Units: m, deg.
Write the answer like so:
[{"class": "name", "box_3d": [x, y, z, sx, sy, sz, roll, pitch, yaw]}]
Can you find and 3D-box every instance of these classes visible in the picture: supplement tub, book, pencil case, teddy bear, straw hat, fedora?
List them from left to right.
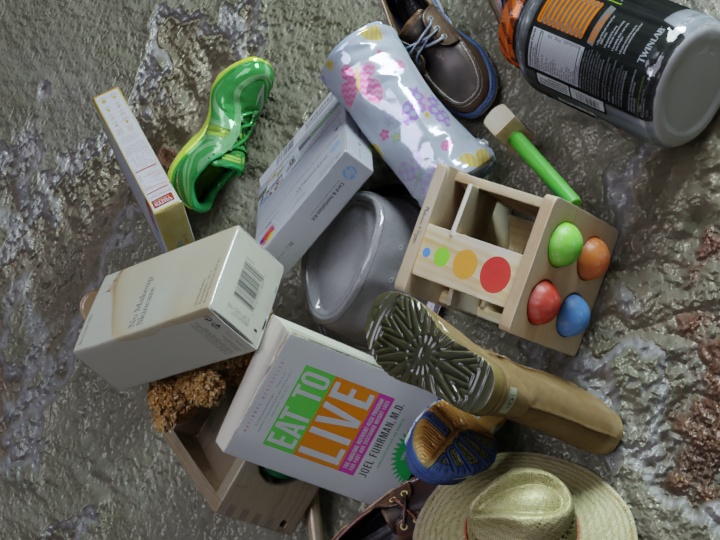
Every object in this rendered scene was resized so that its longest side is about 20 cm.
[{"class": "teddy bear", "box_3d": [-0.152, 0.080, 1.394, 0.199, 0.066, 0.146, -26, 49, 41]}, {"class": "book", "box_3d": [-0.025, 0.141, 1.335, 0.134, 0.199, 0.048, -63, 30, 7]}, {"class": "fedora", "box_3d": [0.000, 0.000, 1.423, 0.176, 0.090, 0.202, 23, 92, 41]}, {"class": "pencil case", "box_3d": [0.047, -0.153, 1.395, 0.091, 0.083, 0.200, -43, 77, 18]}, {"class": "straw hat", "box_3d": [0.138, 0.214, 1.194, 0.199, 0.085, 0.202, -5, 51, 6]}, {"class": "supplement tub", "box_3d": [0.229, -0.201, 1.276, 0.199, 0.122, 0.123, 34, 99, 40]}]

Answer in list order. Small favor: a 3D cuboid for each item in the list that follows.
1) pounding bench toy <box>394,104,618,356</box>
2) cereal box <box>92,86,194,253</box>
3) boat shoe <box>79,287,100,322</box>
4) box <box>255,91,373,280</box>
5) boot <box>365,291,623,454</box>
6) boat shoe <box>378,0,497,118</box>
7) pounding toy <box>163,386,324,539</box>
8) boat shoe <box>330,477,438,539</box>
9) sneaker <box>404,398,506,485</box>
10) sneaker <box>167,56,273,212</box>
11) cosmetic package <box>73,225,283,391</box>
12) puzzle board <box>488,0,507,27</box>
[{"class": "pounding bench toy", "box_3d": [0.155, -0.043, 1.289, 0.155, 0.124, 0.202, 20, 90, 40]}, {"class": "cereal box", "box_3d": [-0.245, -0.098, 1.621, 0.039, 0.144, 0.201, -26, 57, -11]}, {"class": "boat shoe", "box_3d": [-0.279, 0.070, 1.645, 0.199, 0.064, 0.072, 29, 96, 40]}, {"class": "box", "box_3d": [-0.050, -0.099, 1.456, 0.156, 0.041, 0.200, -49, 18, 20]}, {"class": "boot", "box_3d": [0.117, 0.097, 1.233, 0.175, 0.199, 0.066, 40, 103, 41]}, {"class": "boat shoe", "box_3d": [0.069, -0.236, 1.446, 0.072, 0.072, 0.201, -46, 54, 18]}, {"class": "pounding toy", "box_3d": [-0.085, 0.183, 1.428, 0.185, 0.142, 0.200, -59, 37, 9]}, {"class": "boat shoe", "box_3d": [0.043, 0.244, 1.335, 0.200, 0.070, 0.071, -43, 54, 20]}, {"class": "sneaker", "box_3d": [0.077, 0.160, 1.265, 0.088, 0.200, 0.075, -44, 84, 23]}, {"class": "sneaker", "box_3d": [-0.149, -0.152, 1.602, 0.084, 0.074, 0.201, 50, 118, 39]}, {"class": "cosmetic package", "box_3d": [-0.178, 0.039, 1.353, 0.199, 0.073, 0.104, -18, 42, 37]}, {"class": "puzzle board", "box_3d": [0.141, -0.329, 1.370, 0.017, 0.151, 0.202, -5, 73, 16]}]
